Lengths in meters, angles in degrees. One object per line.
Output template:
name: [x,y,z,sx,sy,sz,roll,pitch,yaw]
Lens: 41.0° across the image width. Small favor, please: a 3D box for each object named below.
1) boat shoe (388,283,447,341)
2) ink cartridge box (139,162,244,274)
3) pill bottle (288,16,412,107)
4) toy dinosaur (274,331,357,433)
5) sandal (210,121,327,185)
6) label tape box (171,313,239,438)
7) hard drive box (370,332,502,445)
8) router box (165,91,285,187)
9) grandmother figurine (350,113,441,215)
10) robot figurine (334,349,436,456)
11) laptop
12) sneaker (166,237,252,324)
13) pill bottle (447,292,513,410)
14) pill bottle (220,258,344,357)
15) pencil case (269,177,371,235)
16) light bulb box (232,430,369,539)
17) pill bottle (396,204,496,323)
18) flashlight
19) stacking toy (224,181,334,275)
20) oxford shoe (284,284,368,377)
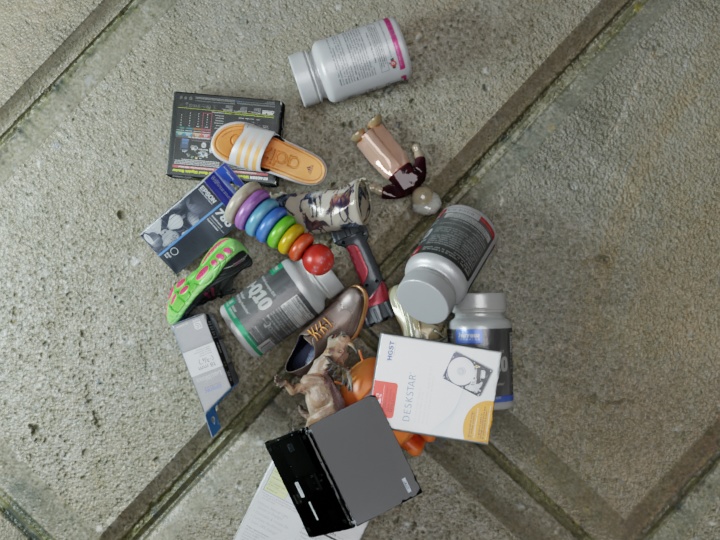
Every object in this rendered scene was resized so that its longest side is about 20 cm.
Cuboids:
boat shoe: [0.114,0.108,1.673,0.065,0.072,0.200,-28,74,25]
ink cartridge box: [-0.282,-0.091,1.697,0.200,0.039,0.099,-39,103,13]
pill bottle: [-0.019,-0.364,1.702,0.200,0.113,0.113,-18,88,-1]
toy dinosaur: [-0.056,0.216,1.630,0.135,0.086,0.200,-11,100,18]
sandal: [-0.154,-0.205,1.660,0.207,0.059,0.079,17,88,-5]
label tape box: [-0.255,0.177,1.669,0.063,0.144,0.200,-21,89,-3]
hard drive box: [0.120,0.193,1.588,0.200,0.077,0.156,8,87,0]
router box: [-0.239,-0.232,1.723,0.200,0.062,0.150,6,88,0]
grandmother figurine: [0.068,-0.176,1.725,0.121,0.061,0.200,-42,86,7]
robot figurine: [0.048,0.231,1.681,0.200,0.144,0.117,41,57,1]
laptop: [-0.032,0.320,1.567,0.103,0.200,0.177,-23,86,-43]
sneaker: [-0.267,0.032,1.704,0.200,0.077,0.084,-43,127,15]
pill bottle: [0.209,0.139,1.685,0.114,0.114,0.200,-1,88,0]
pill bottle: [-0.135,0.052,1.688,0.200,0.113,0.113,-36,88,-2]
pencil case: [-0.074,-0.107,1.678,0.200,0.078,0.090,-8,92,24]
light bulb box: [-0.086,0.414,1.670,0.198,0.125,0.200,26,88,2]
pill bottle: [0.145,-0.011,1.644,0.114,0.114,0.200,35,51,1]
flashlight: [0.000,0.000,1.717,0.068,0.068,0.200,-29,83,43]
stacking toy: [-0.130,-0.061,1.625,0.200,0.085,0.085,38,88,10]
oxford shoe: [-0.058,0.109,1.680,0.071,0.073,0.200,40,103,24]
